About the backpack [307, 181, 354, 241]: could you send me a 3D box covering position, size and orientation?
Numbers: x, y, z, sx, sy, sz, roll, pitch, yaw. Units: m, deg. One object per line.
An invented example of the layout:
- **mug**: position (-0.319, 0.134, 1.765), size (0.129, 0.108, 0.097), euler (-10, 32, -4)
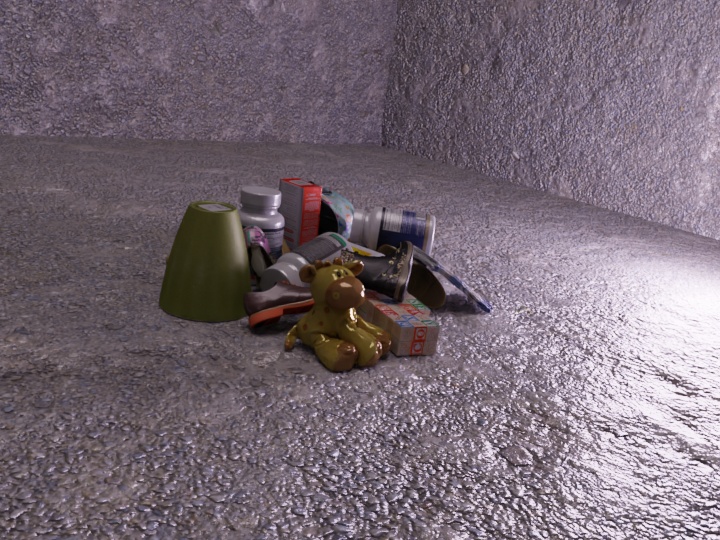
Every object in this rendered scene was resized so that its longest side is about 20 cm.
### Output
- **backpack**: position (-0.098, -0.119, 1.888), size (0.149, 0.180, 0.199), euler (-10, 33, -44)

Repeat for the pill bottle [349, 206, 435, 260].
- **pill bottle**: position (0.076, -0.092, 1.777), size (0.197, 0.113, 0.111), euler (9, 16, 1)

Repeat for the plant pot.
- **plant pot**: position (-0.297, -0.028, 1.445), size (0.184, 0.203, 0.187), euler (7, 16, -2)

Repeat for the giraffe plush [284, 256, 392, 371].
- **giraffe plush**: position (-0.040, 0.065, 1.319), size (0.198, 0.165, 0.172), euler (16, 18, 24)

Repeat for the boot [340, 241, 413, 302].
- **boot**: position (0.030, -0.013, 1.524), size (0.148, 0.074, 0.201), euler (11, 33, 1)

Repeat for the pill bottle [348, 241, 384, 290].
- **pill bottle**: position (0.000, 0.000, 1.662), size (0.198, 0.106, 0.104), euler (21, 21, 37)

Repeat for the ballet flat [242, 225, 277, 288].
- **ballet flat**: position (-0.205, -0.008, 1.545), size (0.068, 0.201, 0.072), euler (-9, 50, 8)

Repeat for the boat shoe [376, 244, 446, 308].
- **boat shoe**: position (0.121, 0.014, 1.685), size (0.200, 0.074, 0.063), euler (36, 9, 24)

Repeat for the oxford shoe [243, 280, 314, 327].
- **oxford shoe**: position (-0.129, 0.046, 1.412), size (0.198, 0.073, 0.071), euler (-16, -13, -29)

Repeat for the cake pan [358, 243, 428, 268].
- **cake pan**: position (0.069, -0.022, 1.805), size (0.197, 0.037, 0.201), euler (7, 33, -4)

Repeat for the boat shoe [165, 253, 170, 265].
- **boat shoe**: position (-0.371, -0.023, 1.654), size (0.075, 0.073, 0.199), euler (1, 3, 31)

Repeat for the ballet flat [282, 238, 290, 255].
- **ballet flat**: position (-0.222, -0.092, 1.751), size (0.202, 0.068, 0.063), euler (59, 17, 12)

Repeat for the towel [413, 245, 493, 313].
- **towel**: position (0.204, 0.020, 1.678), size (0.199, 0.024, 0.147), euler (37, 3, -27)

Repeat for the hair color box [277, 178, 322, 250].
- **hair color box**: position (-0.154, -0.116, 1.801), size (0.061, 0.203, 0.101), euler (-9, 23, -41)

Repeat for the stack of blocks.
- **stack of blocks**: position (0.078, 0.099, 1.449), size (0.114, 0.059, 0.200), euler (0, 18, -26)

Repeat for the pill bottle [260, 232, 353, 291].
- **pill bottle**: position (-0.110, 0.002, 1.545), size (0.112, 0.115, 0.199), euler (18, 31, 32)

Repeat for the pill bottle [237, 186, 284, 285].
- **pill bottle**: position (-0.232, -0.080, 1.648), size (0.118, 0.203, 0.120), euler (7, 16, -2)
